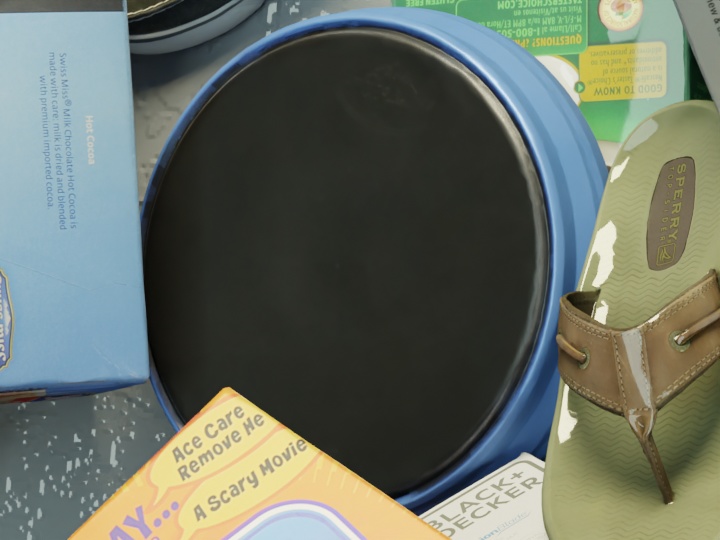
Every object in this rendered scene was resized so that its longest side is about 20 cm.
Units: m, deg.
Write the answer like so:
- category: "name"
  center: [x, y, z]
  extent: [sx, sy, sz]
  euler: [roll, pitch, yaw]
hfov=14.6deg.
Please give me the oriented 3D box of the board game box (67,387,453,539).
- category: "board game box"
  center: [-0.023, 0.204, 0.852]
  extent: [0.200, 0.200, 0.200]
  euler: [33, 62, 27]

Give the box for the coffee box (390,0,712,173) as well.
- category: "coffee box"
  center: [0.072, -0.025, 1.053]
  extent: [0.123, 0.044, 0.200]
  euler: [-4, 83, 23]

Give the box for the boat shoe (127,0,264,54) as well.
- category: "boat shoe"
  center: [-0.035, -0.157, 1.104]
  extent: [0.200, 0.057, 0.069]
  euler: [-34, 73, 15]

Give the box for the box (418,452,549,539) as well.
- category: "box"
  center: [0.099, 0.146, 0.922]
  extent: [0.060, 0.200, 0.117]
  euler: [-31, 115, -19]

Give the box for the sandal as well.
- category: "sandal"
  center: [0.092, 0.020, 0.928]
  extent: [0.080, 0.057, 0.201]
  euler: [-13, 51, 25]

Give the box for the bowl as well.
- category: "bowl"
  center: [0.000, 0.000, 1.038]
  extent: [0.201, 0.039, 0.201]
  euler: [-3, 84, 32]

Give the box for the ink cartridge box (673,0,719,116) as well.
- category: "ink cartridge box"
  center: [0.193, -0.156, 0.952]
  extent: [0.200, 0.083, 0.146]
  euler: [-19, 43, 11]

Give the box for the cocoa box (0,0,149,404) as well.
- category: "cocoa box"
  center: [-0.159, -0.048, 1.072]
  extent: [0.131, 0.133, 0.200]
  euler: [-3, 86, -15]
